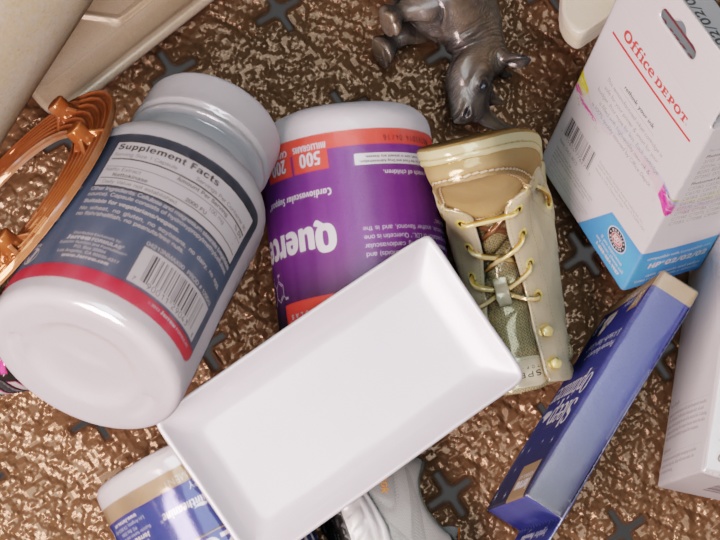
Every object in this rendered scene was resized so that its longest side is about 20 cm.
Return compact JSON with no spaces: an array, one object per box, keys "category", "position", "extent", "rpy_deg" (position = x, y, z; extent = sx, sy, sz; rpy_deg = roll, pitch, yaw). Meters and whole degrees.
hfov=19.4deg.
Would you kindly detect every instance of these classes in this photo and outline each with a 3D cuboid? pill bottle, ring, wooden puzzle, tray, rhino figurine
[{"category":"pill bottle","position":[-0.124,-0.017,1.241],"extent":[0.120,0.120,0.200],"rpy_deg":[26,52,-2]},{"category":"ring","position":[-0.221,-0.035,1.268],"extent":[0.019,0.200,0.200],"rpy_deg":[42,76,-21]},{"category":"pill bottle","position":[-0.070,0.197,1.281],"extent":[0.111,0.111,0.200],"rpy_deg":[-26,83,-12]},{"category":"wooden puzzle","position":[-0.191,-0.224,1.392],"extent":[0.185,0.037,0.200],"rpy_deg":[-40,81,-12]},{"category":"tray","position":[-0.012,0.076,1.246],"extent":[0.200,0.022,0.107],"rpy_deg":[-34,89,-12]},{"category":"rhino figurine","position":[0.046,-0.176,1.397],"extent":[0.087,0.060,0.200],"rpy_deg":[-34,88,-23]},{"category":"pill bottle","position":[0.000,0.000,1.329],"extent":[0.112,0.112,0.200],"rpy_deg":[-6,79,-8]}]

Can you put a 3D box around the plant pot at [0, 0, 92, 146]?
[{"category":"plant pot","position":[-0.247,-0.174,1.276],"extent":[0.200,0.200,0.184],"rpy_deg":[26,96,-2]}]

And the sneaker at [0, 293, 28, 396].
[{"category":"sneaker","position":[-0.209,0.043,1.306],"extent":[0.200,0.087,0.074],"rpy_deg":[-3,79,-8]}]

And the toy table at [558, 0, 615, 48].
[{"category":"toy table","position":[0.174,-0.236,1.375],"extent":[0.200,0.184,0.117],"rpy_deg":[-41,71,-8]}]

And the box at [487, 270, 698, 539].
[{"category":"box","position":[0.136,0.098,1.322],"extent":[0.032,0.121,0.200],"rpy_deg":[32,76,-1]}]

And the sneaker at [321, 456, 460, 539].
[{"category":"sneaker","position":[0.040,0.208,1.315],"extent":[0.079,0.074,0.200],"rpy_deg":[-18,81,-16]}]

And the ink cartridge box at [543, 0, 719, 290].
[{"category":"ink cartridge box","position":[0.194,-0.097,1.311],"extent":[0.068,0.200,0.115],"rpy_deg":[-14,58,-27]}]

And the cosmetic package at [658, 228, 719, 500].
[{"category":"cosmetic package","position":[0.256,0.046,1.356],"extent":[0.085,0.108,0.200],"rpy_deg":[13,79,-5]}]

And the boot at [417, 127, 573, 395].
[{"category":"boot","position":[0.087,-0.001,1.302],"extent":[0.073,0.200,0.156],"rpy_deg":[-8,81,10]}]
